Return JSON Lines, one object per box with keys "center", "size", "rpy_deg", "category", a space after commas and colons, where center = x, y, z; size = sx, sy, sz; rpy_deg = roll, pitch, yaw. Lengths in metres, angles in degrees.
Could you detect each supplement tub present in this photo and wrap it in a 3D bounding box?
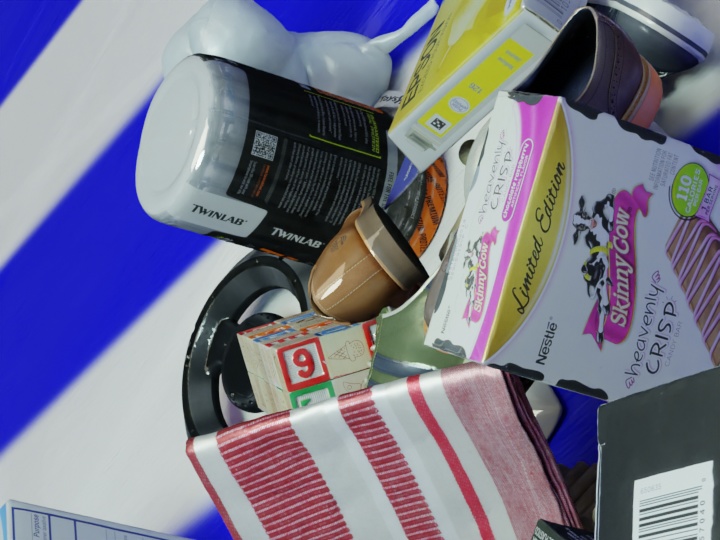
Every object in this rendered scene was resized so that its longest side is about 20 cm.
{"center": [-0.047, -0.070, 1.350], "size": [0.122, 0.200, 0.123], "rpy_deg": [-36, 46, 49], "category": "supplement tub"}

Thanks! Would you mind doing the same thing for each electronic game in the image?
{"center": [-0.077, 0.072, 1.494], "size": [0.200, 0.042, 0.200], "rpy_deg": [-25, 57, 45], "category": "electronic game"}

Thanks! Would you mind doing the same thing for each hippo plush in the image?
{"center": [-0.069, -0.133, 1.462], "size": [0.200, 0.161, 0.160], "rpy_deg": [-15, 63, 58], "category": "hippo plush"}

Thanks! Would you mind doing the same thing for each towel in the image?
{"center": [0.016, 0.130, 1.059], "size": [0.200, 0.144, 0.023], "rpy_deg": [-16, 22, 23], "category": "towel"}

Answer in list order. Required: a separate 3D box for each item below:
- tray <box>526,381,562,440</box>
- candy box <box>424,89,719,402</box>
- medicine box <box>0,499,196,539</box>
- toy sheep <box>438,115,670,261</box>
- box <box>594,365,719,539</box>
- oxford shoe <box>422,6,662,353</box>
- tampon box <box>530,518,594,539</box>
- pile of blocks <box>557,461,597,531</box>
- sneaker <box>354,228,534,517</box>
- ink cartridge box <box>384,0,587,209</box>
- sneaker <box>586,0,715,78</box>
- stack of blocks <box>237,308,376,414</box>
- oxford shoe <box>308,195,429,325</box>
{"center": [0.058, 0.134, 1.246], "size": [0.200, 0.022, 0.107], "rpy_deg": [-60, 30, 23], "category": "tray"}
{"center": [0.145, 0.002, 0.974], "size": [0.061, 0.200, 0.137], "rpy_deg": [15, 89, 62], "category": "candy box"}
{"center": [-0.191, 0.288, 1.418], "size": [0.103, 0.200, 0.182], "rpy_deg": [-51, 36, 35], "category": "medicine box"}
{"center": [0.120, -0.041, 1.115], "size": [0.200, 0.138, 0.138], "rpy_deg": [28, 101, 44], "category": "toy sheep"}
{"center": [0.204, 0.134, 0.801], "size": [0.104, 0.200, 0.148], "rpy_deg": [-26, 52, 54], "category": "box"}
{"center": [0.082, -0.049, 1.005], "size": [0.071, 0.073, 0.200], "rpy_deg": [15, 67, 42], "category": "oxford shoe"}
{"center": [0.136, 0.249, 0.937], "size": [0.150, 0.126, 0.200], "rpy_deg": [29, 102, 62], "category": "tampon box"}
{"center": [0.123, 0.144, 1.105], "size": [0.200, 0.082, 0.062], "rpy_deg": [-6, 27, 50], "category": "pile of blocks"}
{"center": [0.037, 0.061, 1.091], "size": [0.200, 0.067, 0.090], "rpy_deg": [-55, 51, 31], "category": "sneaker"}
{"center": [0.080, -0.161, 1.190], "size": [0.200, 0.047, 0.198], "rpy_deg": [-38, 23, 45], "category": "ink cartridge box"}
{"center": [0.145, -0.131, 1.169], "size": [0.080, 0.078, 0.200], "rpy_deg": [-61, 19, 0], "category": "sneaker"}
{"center": [-0.010, 0.058, 1.288], "size": [0.200, 0.115, 0.059], "rpy_deg": [-174, 67, -79], "category": "stack of blocks"}
{"center": [0.000, 0.000, 1.180], "size": [0.071, 0.071, 0.200], "rpy_deg": [-38, -5, 5], "category": "oxford shoe"}
